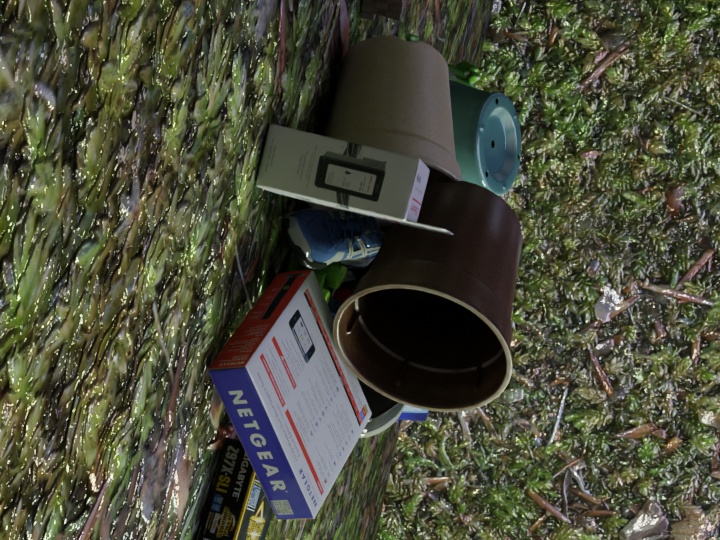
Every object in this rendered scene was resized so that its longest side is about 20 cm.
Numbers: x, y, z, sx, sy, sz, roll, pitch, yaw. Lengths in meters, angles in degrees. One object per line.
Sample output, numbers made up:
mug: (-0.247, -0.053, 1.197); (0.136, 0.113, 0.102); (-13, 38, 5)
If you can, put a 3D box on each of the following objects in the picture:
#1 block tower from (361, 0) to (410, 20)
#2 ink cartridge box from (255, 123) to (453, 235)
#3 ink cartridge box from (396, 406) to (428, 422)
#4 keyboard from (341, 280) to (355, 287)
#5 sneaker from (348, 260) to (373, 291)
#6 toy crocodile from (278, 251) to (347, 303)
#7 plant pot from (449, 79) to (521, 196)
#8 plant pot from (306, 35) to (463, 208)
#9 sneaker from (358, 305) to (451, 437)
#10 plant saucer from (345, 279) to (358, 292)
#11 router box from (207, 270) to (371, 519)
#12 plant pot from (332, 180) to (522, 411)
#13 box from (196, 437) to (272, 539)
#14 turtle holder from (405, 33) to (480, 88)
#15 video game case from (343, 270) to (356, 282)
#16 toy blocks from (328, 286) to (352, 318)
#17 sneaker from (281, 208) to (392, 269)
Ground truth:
block tower: (0.039, -0.400, 1.562); (0.201, 0.057, 0.054); (97, 12, -48)
ink cartridge box: (0.004, -0.092, 1.323); (0.116, 0.198, 0.068); (2, 102, -82)
ink cartridge box: (0.037, 0.150, 1.847); (0.201, 0.135, 0.077); (94, 1, -55)
keyboard: (-0.009, 0.030, 1.851); (0.200, 0.039, 0.105); (140, -53, -67)
sneaker: (0.000, 0.000, 1.623); (0.112, 0.199, 0.073); (-56, 137, -22)
toy crocodile: (-0.064, 0.021, 1.532); (0.200, 0.067, 0.062); (-60, 167, -56)
plant pot: (0.105, -0.165, 1.700); (0.200, 0.187, 0.202); (-8, 100, -57)
plant pot: (0.036, -0.172, 1.542); (0.201, 0.199, 0.185); (85, 10, -67)
sneaker: (0.040, 0.106, 1.534); (0.200, 0.074, 0.107); (-45, 154, -34)
plant saucer: (-0.019, 0.100, 1.687); (0.200, 0.036, 0.202); (-167, -90, -70)
router box: (-0.070, 0.131, 1.372); (0.180, 0.049, 0.201); (-56, 132, -51)
plant pot: (0.093, 0.018, 1.433); (0.201, 0.199, 0.199); (95, 13, -47)
box: (-0.142, 0.288, 1.510); (0.200, 0.049, 0.161); (71, 32, -75)
turtle holder: (0.093, -0.279, 1.966); (0.132, 0.140, 0.186); (-63, -144, 17)
video game case: (0.038, -0.036, 1.736); (0.018, 0.199, 0.143); (66, 24, -22)
toy blocks: (-0.049, 0.111, 1.540); (0.137, 0.099, 0.200); (-64, 177, 37)
sneaker: (-0.021, -0.048, 1.488); (0.200, 0.077, 0.076); (-5, 68, -61)
